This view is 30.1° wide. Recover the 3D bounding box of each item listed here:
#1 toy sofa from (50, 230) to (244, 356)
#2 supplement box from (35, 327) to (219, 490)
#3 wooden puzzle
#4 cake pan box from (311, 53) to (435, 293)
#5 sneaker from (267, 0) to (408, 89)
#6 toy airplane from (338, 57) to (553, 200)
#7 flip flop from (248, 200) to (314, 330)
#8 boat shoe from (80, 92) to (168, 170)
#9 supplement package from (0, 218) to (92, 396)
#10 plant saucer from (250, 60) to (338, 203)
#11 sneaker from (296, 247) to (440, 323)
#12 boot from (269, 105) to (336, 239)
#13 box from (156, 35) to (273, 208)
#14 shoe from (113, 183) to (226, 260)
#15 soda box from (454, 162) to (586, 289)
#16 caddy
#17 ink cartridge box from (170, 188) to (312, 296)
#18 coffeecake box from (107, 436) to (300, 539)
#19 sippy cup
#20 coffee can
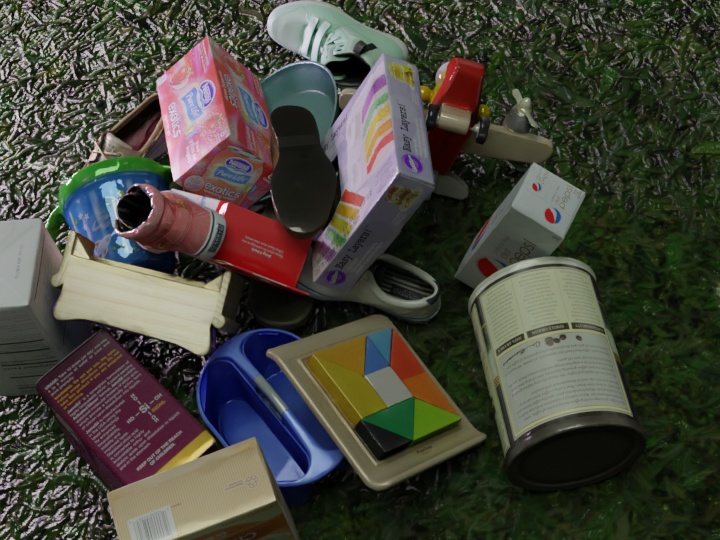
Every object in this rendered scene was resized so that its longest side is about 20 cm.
[{"bbox_3d":[-0.233,0.029,1.469,0.198,0.083,0.099,13,84,6],"label":"toy sofa"},{"bbox_3d":[-0.240,0.182,1.439,0.103,0.131,0.200,-40,62,-18],"label":"supplement box"},{"bbox_3d":[0.021,0.129,1.415,0.184,0.037,0.200,-16,56,-47],"label":"wooden puzzle"},{"bbox_3d":[0.005,-0.103,1.453,0.052,0.200,0.185,17,47,-23],"label":"cake pan box"},{"bbox_3d":[-0.048,-0.289,1.707,0.199,0.074,0.118,20,28,18],"label":"sneaker"},{"bbox_3d":[0.103,-0.176,1.572,0.198,0.200,0.142,-11,56,36],"label":"toy airplane"},{"bbox_3d":[-0.093,-0.019,1.582,0.080,0.058,0.202,-1,58,8],"label":"flip flop"},{"bbox_3d":[-0.306,-0.149,1.691,0.074,0.067,0.200,30,67,24],"label":"boat shoe"},{"bbox_3d":[-0.384,0.047,1.502,0.108,0.201,0.115,-4,57,6],"label":"supplement package"},{"bbox_3d":[-0.095,-0.163,1.646,0.199,0.036,0.202,-25,48,31],"label":"plant saucer"},{"bbox_3d":[0.000,0.000,1.520,0.198,0.071,0.074,15,64,0],"label":"sneaker"},{"bbox_3d":[-0.068,-0.094,1.486,0.073,0.076,0.201,0,43,-9],"label":"boot"},{"bbox_3d":[-0.171,-0.173,1.622,0.094,0.102,0.201,-36,42,19],"label":"box"},{"bbox_3d":[-0.227,-0.060,1.437,0.199,0.090,0.072,15,84,57],"label":"shoe"},{"bbox_3d":[0.171,-0.036,1.464,0.068,0.200,0.064,30,63,-1],"label":"soda box"},{"bbox_3d":[-0.088,0.155,1.444,0.141,0.105,0.200,-36,60,-15],"label":"caddy"},{"bbox_3d":[-0.135,-0.032,1.481,0.199,0.116,0.068,16,86,58],"label":"ink cartridge box"},{"bbox_3d":[-0.146,0.263,1.331,0.152,0.201,0.073,-20,58,-4],"label":"coffeecake box"},{"bbox_3d":[-0.280,-0.045,1.593,0.177,0.139,0.131,-36,61,36],"label":"sippy cup"},{"bbox_3d":[0.203,0.108,1.404,0.145,0.147,0.201,-12,57,1],"label":"coffee can"}]
